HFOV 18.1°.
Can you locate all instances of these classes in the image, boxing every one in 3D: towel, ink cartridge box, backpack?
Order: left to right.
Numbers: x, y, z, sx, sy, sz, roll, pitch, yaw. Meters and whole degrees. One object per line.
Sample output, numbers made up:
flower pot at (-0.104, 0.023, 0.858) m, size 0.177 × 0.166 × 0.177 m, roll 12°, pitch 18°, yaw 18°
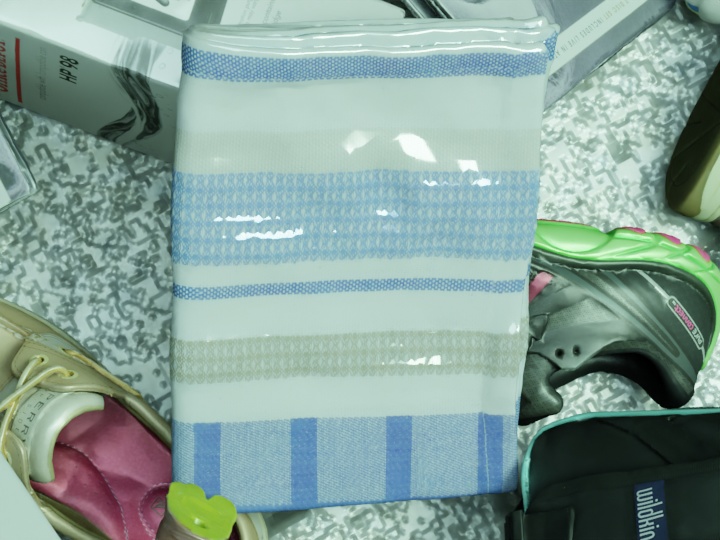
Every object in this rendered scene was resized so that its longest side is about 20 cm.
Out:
ink cartridge box at (-0.092, -0.096, 0.914) m, size 0.200 × 0.116 × 0.067 m, roll 21°, pitch 77°, yaw -3°
towel at (0.000, 0.000, 0.862) m, size 0.146 × 0.024 × 0.201 m, roll -2°, pitch 110°, yaw -15°
backpack at (0.171, 0.139, 0.861) m, size 0.200 × 0.153 × 0.176 m, roll -17°, pitch 46°, yaw 24°

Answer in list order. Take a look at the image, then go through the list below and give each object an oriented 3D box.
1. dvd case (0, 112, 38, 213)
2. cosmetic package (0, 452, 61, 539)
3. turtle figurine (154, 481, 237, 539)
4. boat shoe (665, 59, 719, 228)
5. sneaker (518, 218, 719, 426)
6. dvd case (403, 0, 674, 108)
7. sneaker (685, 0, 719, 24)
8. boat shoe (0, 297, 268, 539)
dvd case at (-0.245, -0.050, 0.904) m, size 0.200 × 0.016 × 0.149 m, roll -28°, pitch 86°, yaw 12°
cosmetic package at (-0.140, 0.153, 0.788) m, size 0.081 × 0.113 × 0.200 m, roll -38°, pitch 84°, yaw 31°
turtle figurine at (-0.087, 0.164, 0.867) m, size 0.200 × 0.064 × 0.162 m, roll 36°, pitch 107°, yaw 18°
boat shoe at (0.203, -0.101, 0.956) m, size 0.066 × 0.072 × 0.201 m, roll 26°, pitch 106°, yaw -16°
sneaker at (0.054, 0.020, 0.937) m, size 0.199 × 0.077 × 0.084 m, roll 5°, pitch 78°, yaw -5°
dvd case at (0.035, -0.161, 0.939) m, size 0.200 × 0.016 × 0.149 m, roll 50°, pitch 38°, yaw 1°
sneaker at (0.137, -0.208, 0.991) m, size 0.105 × 0.076 × 0.201 m, roll 8°, pitch 81°, yaw 13°
boat shoe at (-0.120, 0.064, 0.913) m, size 0.200 × 0.069 × 0.074 m, roll 33°, pitch 80°, yaw -2°
